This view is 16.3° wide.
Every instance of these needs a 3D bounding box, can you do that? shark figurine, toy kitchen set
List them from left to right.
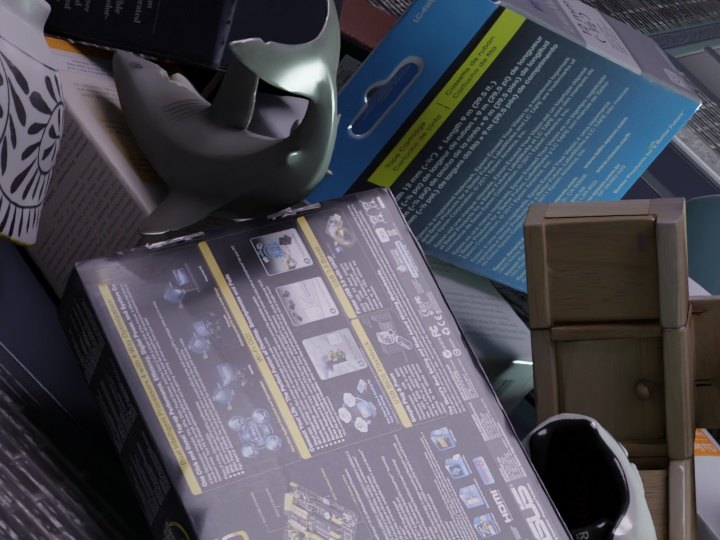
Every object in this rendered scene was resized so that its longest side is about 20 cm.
[{"bbox_3d":[-0.060,-0.047,1.124,0.089,0.214,0.129,-30,99,-26],"label":"shark figurine"},{"bbox_3d":[0.160,0.084,1.210,0.162,0.201,0.181,-2,17,10],"label":"toy kitchen set"}]

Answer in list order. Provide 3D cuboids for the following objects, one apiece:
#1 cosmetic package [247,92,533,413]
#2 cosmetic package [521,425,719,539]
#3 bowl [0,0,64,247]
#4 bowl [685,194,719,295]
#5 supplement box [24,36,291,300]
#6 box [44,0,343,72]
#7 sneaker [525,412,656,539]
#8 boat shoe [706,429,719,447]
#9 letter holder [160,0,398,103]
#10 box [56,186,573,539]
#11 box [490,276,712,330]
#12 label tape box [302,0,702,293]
[{"bbox_3d":[0.000,0.000,1.347,0.101,0.071,0.200,8,39,-54],"label":"cosmetic package"},{"bbox_3d":[0.183,0.153,1.375,0.200,0.071,0.101,51,23,24],"label":"cosmetic package"},{"bbox_3d":[-0.201,-0.107,1.131,0.200,0.094,0.201,37,1,-1],"label":"bowl"},{"bbox_3d":[0.247,0.058,1.550,0.200,0.201,0.105,38,62,-5],"label":"bowl"},{"bbox_3d":[-0.098,-0.020,1.238,0.126,0.074,0.200,8,37,-52],"label":"supplement box"},{"bbox_3d":[-0.122,-0.168,1.316,0.199,0.105,0.148,13,5,18],"label":"box"},{"bbox_3d":[0.106,0.156,1.113,0.080,0.073,0.201,63,10,-67],"label":"sneaker"},{"bbox_3d":[0.239,0.085,1.433,0.075,0.201,0.074,13,2,-8],"label":"boat shoe"},{"bbox_3d":[-0.015,-0.118,1.542,0.199,0.101,0.142,27,23,-31],"label":"letter holder"},{"bbox_3d":[-0.019,0.070,1.080,0.160,0.049,0.201,-15,64,-28],"label":"box"},{"bbox_3d":[0.115,0.010,1.463,0.200,0.137,0.038,38,60,-7],"label":"box"},{"bbox_3d":[0.056,-0.081,1.282,0.199,0.143,0.066,22,28,-39],"label":"label tape box"}]
